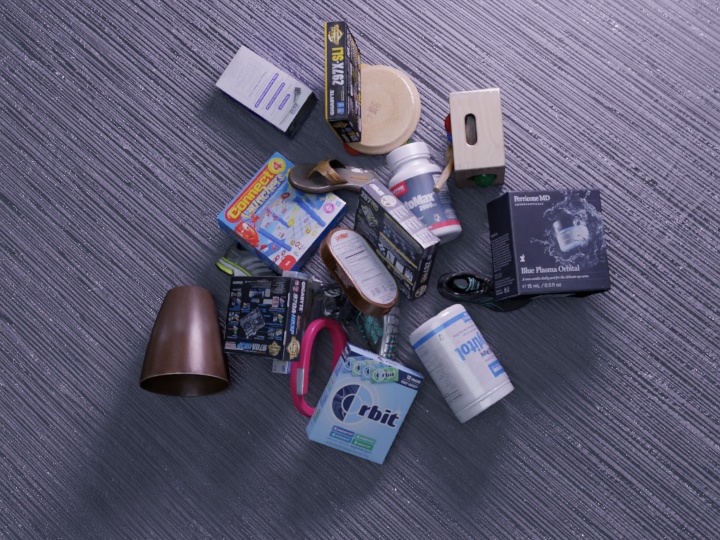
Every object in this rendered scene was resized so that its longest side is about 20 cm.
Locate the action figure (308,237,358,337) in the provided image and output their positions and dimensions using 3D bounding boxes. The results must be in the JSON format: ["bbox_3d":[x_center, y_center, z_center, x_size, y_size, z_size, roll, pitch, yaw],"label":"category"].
[{"bbox_3d":[-0.050,0.038,1.617,0.101,0.119,0.202,-2,59,3],"label":"action figure"}]

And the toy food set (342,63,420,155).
[{"bbox_3d":[0.031,-0.341,1.698,0.197,0.049,0.201,12,86,10],"label":"toy food set"}]

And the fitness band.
[{"bbox_3d":[-0.082,0.198,1.607,0.037,0.143,0.203,3,85,36],"label":"fitness band"}]

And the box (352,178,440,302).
[{"bbox_3d":[0.065,-0.059,1.582,0.049,0.162,0.200,-28,57,-28],"label":"box"}]

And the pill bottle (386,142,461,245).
[{"bbox_3d":[0.123,-0.151,1.623,0.118,0.120,0.202,-19,80,7],"label":"pill bottle"}]

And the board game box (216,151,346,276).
[{"bbox_3d":[-0.164,-0.116,1.673,0.195,0.056,0.201,36,74,11],"label":"board game box"}]

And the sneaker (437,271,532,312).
[{"bbox_3d":[0.252,0.042,1.600,0.197,0.079,0.076,4,84,9],"label":"sneaker"}]

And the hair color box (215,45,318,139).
[{"bbox_3d":[-0.205,-0.390,1.736,0.199,0.065,0.110,35,89,13],"label":"hair color box"}]

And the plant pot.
[{"bbox_3d":[-0.362,0.143,1.655,0.184,0.187,0.202,-6,67,9],"label":"plant pot"}]

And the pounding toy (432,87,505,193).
[{"bbox_3d":[0.215,-0.241,1.585,0.140,0.184,0.203,-4,83,9],"label":"pounding toy"}]

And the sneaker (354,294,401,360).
[{"bbox_3d":[0.030,0.120,1.638,0.090,0.078,0.203,3,76,19],"label":"sneaker"}]

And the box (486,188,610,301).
[{"bbox_3d":[0.363,-0.049,1.543,0.194,0.117,0.203,-3,82,-13],"label":"box"}]

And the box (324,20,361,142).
[{"bbox_3d":[-0.034,-0.379,1.608,0.049,0.160,0.203,-2,84,9],"label":"box"}]

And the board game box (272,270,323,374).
[{"bbox_3d":[-0.127,0.110,1.625,0.034,0.134,0.203,3,83,21],"label":"board game box"}]

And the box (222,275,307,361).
[{"bbox_3d":[-0.191,0.092,1.563,0.199,0.046,0.161,-1,82,45],"label":"box"}]

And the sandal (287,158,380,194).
[{"bbox_3d":[-0.052,-0.200,1.656,0.197,0.055,0.082,4,50,-9],"label":"sandal"}]

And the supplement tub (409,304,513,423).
[{"bbox_3d":[0.197,0.182,1.566,0.131,0.132,0.201,-34,79,4],"label":"supplement tub"}]

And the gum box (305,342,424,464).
[{"bbox_3d":[0.008,0.266,1.574,0.168,0.045,0.202,23,99,-18],"label":"gum box"}]

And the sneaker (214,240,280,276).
[{"bbox_3d":[-0.211,-0.002,1.688,0.198,0.074,0.082,24,85,10],"label":"sneaker"}]

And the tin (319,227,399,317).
[{"bbox_3d":[0.000,0.000,1.573,0.201,0.111,0.042,54,130,14],"label":"tin"}]
